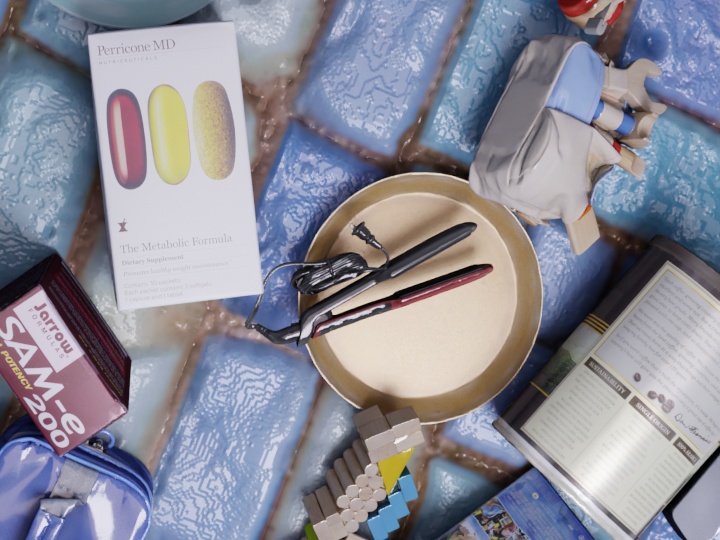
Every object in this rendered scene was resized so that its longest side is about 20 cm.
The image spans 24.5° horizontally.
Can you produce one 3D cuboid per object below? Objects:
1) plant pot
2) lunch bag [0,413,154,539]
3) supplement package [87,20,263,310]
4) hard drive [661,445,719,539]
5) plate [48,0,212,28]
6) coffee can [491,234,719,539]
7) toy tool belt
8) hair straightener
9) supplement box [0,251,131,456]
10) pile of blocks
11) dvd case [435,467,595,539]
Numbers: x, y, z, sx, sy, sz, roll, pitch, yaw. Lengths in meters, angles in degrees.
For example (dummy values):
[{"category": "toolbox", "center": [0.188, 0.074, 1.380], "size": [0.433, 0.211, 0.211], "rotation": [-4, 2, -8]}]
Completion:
[{"category": "plant pot", "center": [0.047, 0.021, 1.328], "size": [0.198, 0.027, 0.202], "rotation": [-1, 97, -8]}, {"category": "lunch bag", "center": [-0.238, 0.207, 1.256], "size": [0.135, 0.132, 0.201], "rotation": [25, 93, -10]}, {"category": "supplement package", "center": [-0.140, -0.081, 1.249], "size": [0.113, 0.110, 0.202], "rotation": [-7, 97, -7]}, {"category": "hard drive", "center": [0.316, 0.134, 1.325], "size": [0.042, 0.135, 0.200], "rotation": [42, 91, 5]}, {"category": "plate", "center": [-0.173, -0.282, 1.244], "size": [0.198, 0.026, 0.202], "rotation": [1, 83, -6]}, {"category": "coffee can", "center": [0.221, 0.094, 1.298], "size": [0.146, 0.146, 0.200], "rotation": [42, 90, -10]}, {"category": "toy tool belt", "center": [0.176, -0.124, 1.294], "size": [0.122, 0.125, 0.201], "rotation": [29, 83, -33]}, {"category": "hair straightener", "center": [0.000, 0.000, 1.292], "size": [0.198, 0.041, 0.078], "rotation": [-20, 98, -1]}, {"category": "supplement box", "center": [-0.220, 0.056, 1.207], "size": [0.061, 0.200, 0.109], "rotation": [-34, 99, -3]}, {"category": "pile of blocks", "center": [-0.007, 0.191, 1.324], "size": [0.082, 0.062, 0.201], "rotation": [29, 101, -22]}, {"category": "dvd case", "center": [0.114, 0.259, 1.294], "size": [0.199, 0.018, 0.143], "rotation": [-30, 74, -33]}]
